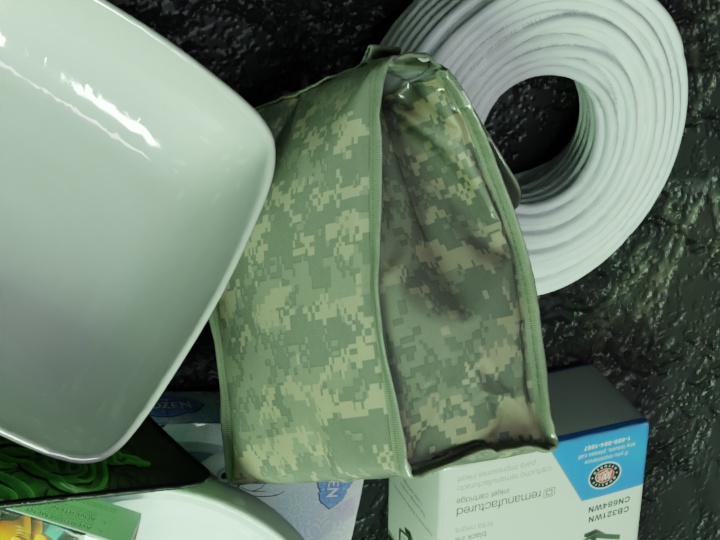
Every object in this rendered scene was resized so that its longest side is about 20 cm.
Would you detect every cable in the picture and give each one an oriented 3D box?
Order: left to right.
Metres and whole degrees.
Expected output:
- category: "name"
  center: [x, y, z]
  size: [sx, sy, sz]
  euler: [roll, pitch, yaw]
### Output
- category: "cable"
  center: [0.094, -0.083, 0.906]
  size: [0.200, 0.069, 0.200]
  euler: [-42, 124, -1]

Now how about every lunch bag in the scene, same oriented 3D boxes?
- category: "lunch bag"
  center: [0.000, 0.000, 0.809]
  size: [0.117, 0.163, 0.203]
  euler: [-7, 86, -37]

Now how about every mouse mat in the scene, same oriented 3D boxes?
- category: "mouse mat"
  center: [-0.175, 0.081, 0.786]
  size: [0.159, 0.200, 0.008]
  euler: [-3, 103, -24]

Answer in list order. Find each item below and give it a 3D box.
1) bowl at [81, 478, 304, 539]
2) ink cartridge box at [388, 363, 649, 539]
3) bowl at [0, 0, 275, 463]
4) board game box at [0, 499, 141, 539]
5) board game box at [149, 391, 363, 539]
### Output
- category: "bowl"
  center: [-0.096, 0.186, 0.866]
  size: [0.198, 0.091, 0.203]
  euler: [2, 111, 5]
- category: "ink cartridge box"
  center: [0.096, 0.176, 1.026]
  size: [0.144, 0.084, 0.202]
  euler: [-11, 118, -20]
- category: "bowl"
  center: [-0.161, -0.030, 0.765]
  size: [0.199, 0.075, 0.201]
  euler: [32, 75, -12]
- category: "board game box"
  center: [-0.194, 0.194, 0.814]
  size: [0.125, 0.035, 0.202]
  euler: [16, 111, 0]
- category: "board game box"
  center: [-0.104, 0.168, 0.953]
  size: [0.197, 0.043, 0.202]
  euler: [2, 113, -24]
